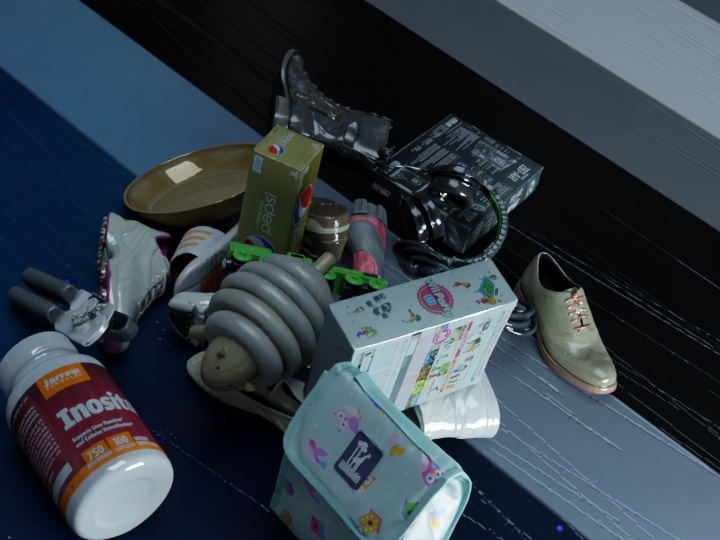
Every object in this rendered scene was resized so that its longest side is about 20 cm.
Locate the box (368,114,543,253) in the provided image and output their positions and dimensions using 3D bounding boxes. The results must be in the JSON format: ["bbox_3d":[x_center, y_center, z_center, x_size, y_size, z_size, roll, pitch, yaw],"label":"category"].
[{"bbox_3d":[0.131,-0.123,1.748,0.160,0.044,0.200,33,45,19],"label":"box"}]

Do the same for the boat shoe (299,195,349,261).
[{"bbox_3d":[-0.084,-0.061,1.599,0.074,0.076,0.202,-12,25,-27],"label":"boat shoe"}]

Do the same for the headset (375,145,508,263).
[{"bbox_3d":[0.095,-0.084,1.637,0.200,0.094,0.123,44,76,6],"label":"headset"}]

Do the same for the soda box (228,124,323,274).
[{"bbox_3d":[-0.100,-0.062,1.494,0.064,0.201,0.068,24,38,10],"label":"soda box"}]

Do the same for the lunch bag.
[{"bbox_3d":[0.009,0.205,1.239,0.121,0.201,0.170,-25,55,-36],"label":"lunch bag"}]

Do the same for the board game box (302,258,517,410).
[{"bbox_3d":[0.050,0.079,1.338,0.199,0.148,0.065,-15,55,-28],"label":"board game box"}]

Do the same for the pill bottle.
[{"bbox_3d":[-0.279,0.157,1.271,0.112,0.114,0.200,-20,52,-33],"label":"pill bottle"}]

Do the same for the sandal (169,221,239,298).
[{"bbox_3d":[-0.183,-0.020,1.524,0.059,0.080,0.207,26,33,10],"label":"sandal"}]

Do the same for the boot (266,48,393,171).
[{"bbox_3d":[-0.039,-0.219,1.799,0.172,0.070,0.201,14,45,-10],"label":"boot"}]

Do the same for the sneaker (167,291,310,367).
[{"bbox_3d":[-0.121,0.052,1.458,0.198,0.075,0.082,12,50,-14],"label":"sneaker"}]

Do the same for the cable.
[{"bbox_3d":[0.125,0.024,1.537,0.199,0.051,0.163,28,-4,-37],"label":"cable"}]

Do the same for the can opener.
[{"bbox_3d":[-0.315,0.045,1.383,0.199,0.067,0.053,19,67,46],"label":"can opener"}]

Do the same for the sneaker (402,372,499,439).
[{"bbox_3d":[0.071,0.106,1.460,0.115,0.074,0.201,-3,46,-24],"label":"sneaker"}]

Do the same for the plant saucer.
[{"bbox_3d":[-0.193,-0.101,1.590,0.198,0.036,0.201,-11,26,5],"label":"plant saucer"}]

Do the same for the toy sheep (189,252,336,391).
[{"bbox_3d":[-0.094,0.048,1.338,0.137,0.138,0.200,30,63,17],"label":"toy sheep"}]

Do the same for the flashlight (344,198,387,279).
[{"bbox_3d":[0.000,0.000,1.559,0.067,0.068,0.201,1,42,3],"label":"flashlight"}]

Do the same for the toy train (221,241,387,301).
[{"bbox_3d":[-0.061,0.006,1.461,0.198,0.042,0.057,12,23,-15],"label":"toy train"}]

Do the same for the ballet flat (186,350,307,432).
[{"bbox_3d":[-0.099,0.126,1.396,0.199,0.063,0.067,28,43,14],"label":"ballet flat"}]

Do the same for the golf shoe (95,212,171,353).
[{"bbox_3d":[-0.257,0.013,1.468,0.091,0.076,0.201,9,44,-16],"label":"golf shoe"}]

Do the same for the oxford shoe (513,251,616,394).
[{"bbox_3d":[0.250,0.062,1.558,0.070,0.075,0.201,-11,48,-29],"label":"oxford shoe"}]
